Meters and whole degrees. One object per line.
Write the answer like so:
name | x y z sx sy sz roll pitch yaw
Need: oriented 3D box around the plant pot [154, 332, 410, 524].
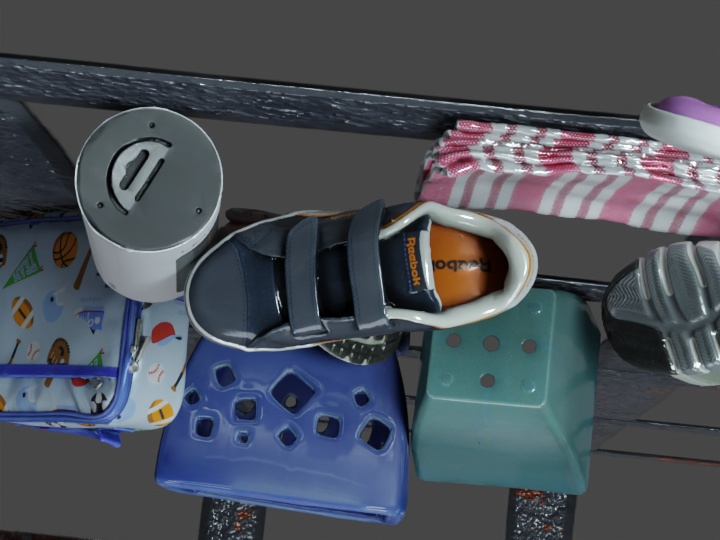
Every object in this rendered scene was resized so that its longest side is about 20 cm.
plant pot | -0.051 0.103 1.614 0.199 0.181 0.200 7 170 2

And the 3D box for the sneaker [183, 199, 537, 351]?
sneaker | 0.000 0.000 1.100 0.199 0.079 0.079 -9 178 -4

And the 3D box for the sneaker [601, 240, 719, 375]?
sneaker | 0.241 0.011 1.119 0.200 0.075 0.115 -18 170 42

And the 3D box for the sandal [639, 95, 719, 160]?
sandal | 0.182 -0.070 0.836 0.082 0.050 0.202 17 -168 34

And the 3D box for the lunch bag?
lunch bag | -0.200 0.041 1.400 0.199 0.161 0.075 -1 169 44

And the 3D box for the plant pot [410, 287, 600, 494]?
plant pot | 0.109 0.080 1.540 0.141 0.142 0.200 4 163 9

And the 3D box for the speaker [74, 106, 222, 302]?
speaker | -0.121 -0.034 1.140 0.081 0.082 0.200 7 170 -4

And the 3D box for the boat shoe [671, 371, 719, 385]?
boat shoe | 0.249 0.056 1.478 0.071 0.070 0.200 -9 166 40

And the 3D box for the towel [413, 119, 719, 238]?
towel | 0.132 -0.043 1.074 0.199 0.030 0.146 6 172 -2

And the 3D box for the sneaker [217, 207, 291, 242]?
sneaker | -0.033 -0.007 1.274 0.115 0.076 0.200 12 170 -18

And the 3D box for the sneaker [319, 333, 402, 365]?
sneaker | -0.054 0.016 1.488 0.199 0.077 0.088 18 179 -33
